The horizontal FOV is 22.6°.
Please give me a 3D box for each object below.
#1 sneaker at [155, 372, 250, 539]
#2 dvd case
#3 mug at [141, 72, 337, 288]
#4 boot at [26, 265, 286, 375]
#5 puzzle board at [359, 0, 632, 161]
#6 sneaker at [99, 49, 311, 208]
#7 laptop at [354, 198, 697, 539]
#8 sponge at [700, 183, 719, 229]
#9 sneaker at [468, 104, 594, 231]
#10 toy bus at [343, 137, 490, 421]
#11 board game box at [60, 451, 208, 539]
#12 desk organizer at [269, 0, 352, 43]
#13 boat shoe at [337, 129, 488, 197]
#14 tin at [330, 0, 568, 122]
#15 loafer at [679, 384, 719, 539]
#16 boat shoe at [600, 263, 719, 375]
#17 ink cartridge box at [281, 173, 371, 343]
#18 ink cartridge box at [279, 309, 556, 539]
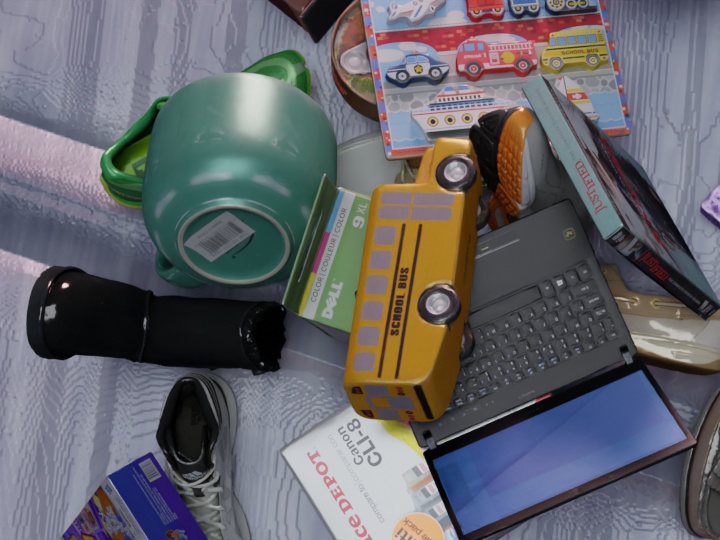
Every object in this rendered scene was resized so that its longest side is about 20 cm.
[{"bbox_3d":[-0.136,0.180,1.425,0.075,0.115,0.202,-5,83,7],"label":"sneaker"},{"bbox_3d":[0.198,-0.052,1.346,0.022,0.200,0.146,-35,57,18],"label":"dvd case"},{"bbox_3d":[-0.094,-0.048,1.410,0.151,0.186,0.115,1,46,1],"label":"mug"},{"bbox_3d":[-0.154,0.044,1.413,0.161,0.198,0.074,6,85,15],"label":"boot"},{"bbox_3d":[0.107,-0.167,1.433,0.199,0.017,0.152,-6,67,-7],"label":"puzzle board"},{"bbox_3d":[-0.126,-0.115,1.484,0.199,0.084,0.074,-32,79,1],"label":"sneaker"},{"bbox_3d":[0.111,0.066,1.270,0.176,0.103,0.201,-23,83,-1],"label":"laptop"},{"bbox_3d":[0.379,-0.023,1.431,0.200,0.030,0.112,44,89,12],"label":"sponge"},{"bbox_3d":[0.143,-0.078,1.394,0.092,0.200,0.076,-30,63,-7],"label":"sneaker"},{"bbox_3d":[0.042,0.004,1.280,0.078,0.065,0.201,0,61,15],"label":"toy bus"},{"bbox_3d":[-0.148,0.259,1.408,0.045,0.135,0.200,-27,76,-36],"label":"board game box"},{"bbox_3d":[-0.007,-0.298,1.502,0.077,0.072,0.200,40,88,14],"label":"desk organizer"},{"bbox_3d":[0.053,-0.092,1.464,0.199,0.068,0.075,-12,80,6],"label":"boat shoe"},{"bbox_3d":[0.072,-0.184,1.465,0.199,0.042,0.112,-16,65,-11],"label":"tin"},{"bbox_3d":[0.307,0.116,1.391,0.063,0.072,0.201,11,78,54],"label":"loafer"},{"bbox_3d":[0.195,0.029,1.430,0.199,0.074,0.070,14,81,0],"label":"boat shoe"},{"bbox_3d":[0.000,0.000,1.391,0.059,0.200,0.104,18,85,12],"label":"ink cartridge box"},{"bbox_3d":[0.062,0.149,1.389,0.199,0.145,0.146,-34,80,1],"label":"ink cartridge box"}]
